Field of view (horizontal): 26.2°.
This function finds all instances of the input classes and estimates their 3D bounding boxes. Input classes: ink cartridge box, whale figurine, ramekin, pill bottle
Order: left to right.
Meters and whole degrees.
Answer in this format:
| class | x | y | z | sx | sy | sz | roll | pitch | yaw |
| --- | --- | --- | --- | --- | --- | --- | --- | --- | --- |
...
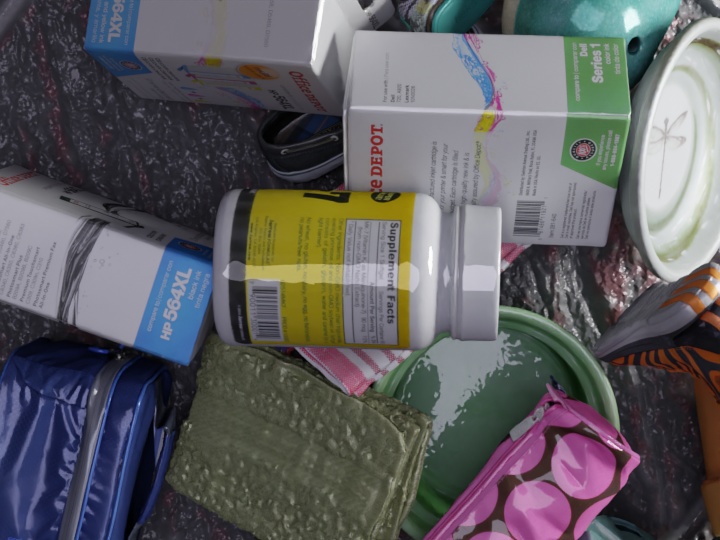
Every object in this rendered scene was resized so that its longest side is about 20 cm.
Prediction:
| class | x | y | z | sx | sy | sz | roll | pitch | yaw |
| --- | --- | --- | --- | --- | --- | --- | --- | --- | --- |
| ink cartridge box | -0.204 | -0.007 | 1.191 | 0.199 | 0.146 | 0.085 | 20 | 97 | -2 |
| ink cartridge box | -0.082 | -0.196 | 1.145 | 0.198 | 0.129 | 0.126 | 7 | 81 | 13 |
| pill bottle | 0.000 | 0.000 | 1.101 | 0.198 | 0.114 | 0.115 | 2 | 97 | 4 |
| ink cartridge box | 0.089 | -0.095 | 1.132 | 0.198 | 0.145 | 0.084 | 2 | 52 | 2 |
| ramekin | 0.100 | 0.122 | 1.227 | 0.198 | 0.098 | 0.202 | 0 | 96 | 1 |
| whale figurine | 0.205 | -0.208 | 1.174 | 0.199 | 0.104 | 0.160 | -35 | 129 | -11 |

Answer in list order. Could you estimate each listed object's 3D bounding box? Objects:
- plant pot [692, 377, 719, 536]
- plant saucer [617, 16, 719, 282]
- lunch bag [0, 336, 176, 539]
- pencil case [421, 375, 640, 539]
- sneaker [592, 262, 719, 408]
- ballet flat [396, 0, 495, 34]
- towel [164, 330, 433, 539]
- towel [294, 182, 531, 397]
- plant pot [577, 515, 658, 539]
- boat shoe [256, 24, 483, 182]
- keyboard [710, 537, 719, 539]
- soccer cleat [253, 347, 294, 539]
| class | x | y | z | sx | sy | sz | roll | pitch | yaw |
| --- | --- | --- | --- | --- | --- | --- | --- | --- | --- |
| plant pot | 0.343 | 0.105 | 1.186 | 0.199 | 0.200 | 0.141 | -19 | 80 | 3 |
| plant saucer | 0.238 | -0.093 | 1.178 | 0.050 | 0.199 | 0.202 | 12 | 98 | 35 |
| lunch bag | -0.216 | 0.146 | 1.212 | 0.131 | 0.136 | 0.202 | 15 | 97 | 2 |
| pencil case | 0.110 | 0.180 | 1.141 | 0.094 | 0.091 | 0.200 | 35 | 95 | -39 |
| sneaker | 0.243 | 0.066 | 1.122 | 0.112 | 0.200 | 0.078 | 45 | 79 | -1 |
| ballet flat | 0.104 | -0.248 | 1.195 | 0.200 | 0.072 | 0.072 | -39 | 95 | -18 |
| towel | -0.049 | 0.142 | 1.182 | 0.199 | 0.036 | 0.149 | 22 | 101 | 18 |
| towel | 0.018 | -0.012 | 1.184 | 0.200 | 0.030 | 0.146 | -40 | 64 | -16 |
| plant pot | 0.172 | 0.308 | 1.177 | 0.200 | 0.200 | 0.196 | 38 | 108 | -4 |
| boat shoe | 0.009 | -0.136 | 1.208 | 0.199 | 0.057 | 0.069 | -32 | 64 | 5 |
| keyboard | 0.321 | 0.215 | 1.248 | 0.199 | 0.104 | 0.040 | -22 | 52 | 19 |
| soccer cleat | -0.063 | 0.151 | 1.248 | 0.073 | 0.068 | 0.202 | -14 | 93 | 6 |
